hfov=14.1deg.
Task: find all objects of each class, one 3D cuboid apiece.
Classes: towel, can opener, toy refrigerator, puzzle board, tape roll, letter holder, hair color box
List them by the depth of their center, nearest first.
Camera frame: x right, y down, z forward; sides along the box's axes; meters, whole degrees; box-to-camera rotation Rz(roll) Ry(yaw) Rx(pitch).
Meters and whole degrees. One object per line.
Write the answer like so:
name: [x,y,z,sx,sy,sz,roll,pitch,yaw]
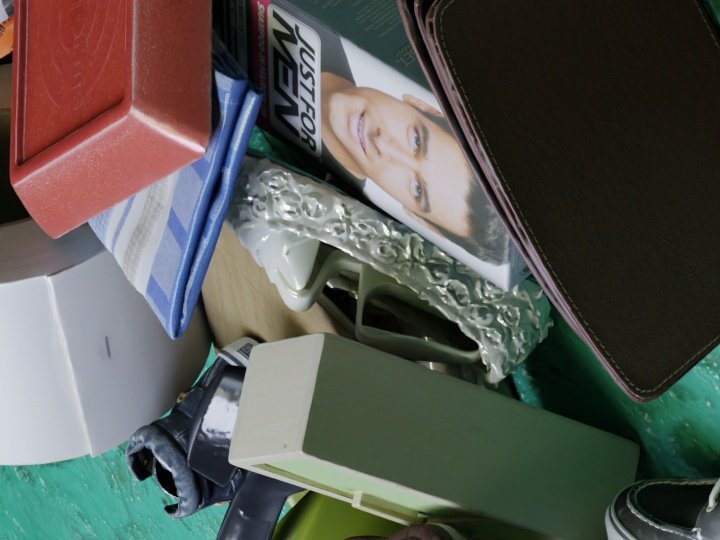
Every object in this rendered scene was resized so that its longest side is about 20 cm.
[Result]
letter holder: [0.091,-0.052,1.296,0.100,0.142,0.201,-8,115,56]
hair color box: [0.019,-0.087,1.440,0.200,0.061,0.099,34,145,28]
toy refrigerator: [0.039,0.096,1.486,0.199,0.070,0.076,20,163,-29]
towel: [-0.111,-0.072,1.509,0.200,0.024,0.148,50,127,54]
can opener: [-0.058,0.124,1.593,0.078,0.063,0.201,25,133,9]
puzzle board: [-0.037,0.041,1.600,0.151,0.017,0.200,43,160,26]
tape roll: [-0.191,-0.007,1.674,0.202,0.202,0.140,28,142,35]

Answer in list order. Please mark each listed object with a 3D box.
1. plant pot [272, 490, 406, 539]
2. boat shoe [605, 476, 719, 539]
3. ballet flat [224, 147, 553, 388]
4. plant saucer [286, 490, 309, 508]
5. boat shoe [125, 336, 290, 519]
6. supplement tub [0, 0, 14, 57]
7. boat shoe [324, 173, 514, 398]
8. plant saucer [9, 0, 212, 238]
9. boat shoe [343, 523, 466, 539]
plant pot: [-0.001,0.260,1.656,0.199,0.182,0.200,33,152,-2]
boat shoe: [0.201,0.121,1.408,0.199,0.071,0.064,10,131,39]
ballet flat: [0.000,0.000,1.473,0.199,0.072,0.072,24,144,6]
plant saucer: [0.003,0.124,1.714,0.200,0.031,0.201,35,146,27]
boat shoe: [-0.090,0.108,1.681,0.071,0.091,0.200,47,162,16]
supplement tub: [-0.254,-0.209,1.625,0.122,0.122,0.201,-9,114,57]
boat shoe: [0.023,0.031,1.555,0.073,0.063,0.201,11,131,48]
plant saucer: [-0.135,-0.135,1.506,0.200,0.037,0.201,-23,64,58]
boat shoe: [0.043,0.169,1.485,0.075,0.075,0.202,19,176,-17]
